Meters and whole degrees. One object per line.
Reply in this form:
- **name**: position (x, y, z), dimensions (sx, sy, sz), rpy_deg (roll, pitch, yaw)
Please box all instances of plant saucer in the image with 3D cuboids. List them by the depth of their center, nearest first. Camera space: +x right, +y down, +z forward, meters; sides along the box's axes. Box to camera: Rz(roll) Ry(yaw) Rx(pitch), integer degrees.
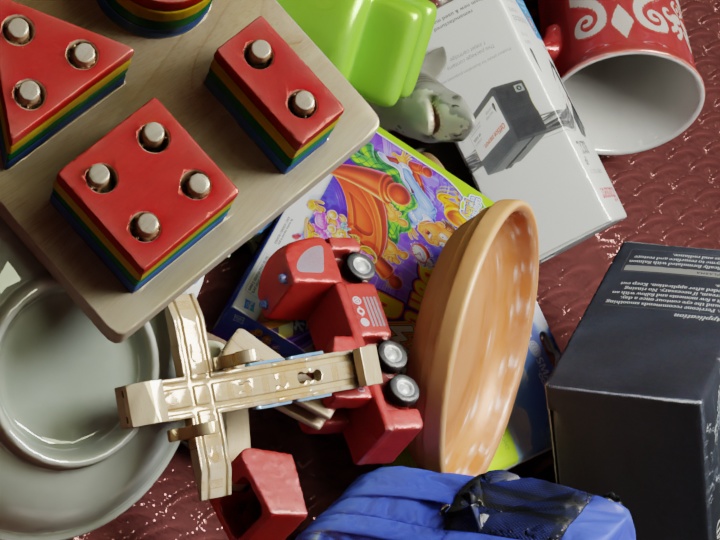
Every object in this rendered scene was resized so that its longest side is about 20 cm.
- **plant saucer**: position (-0.168, 0.053, 1.273), dimensions (0.199, 0.050, 0.201), rpy_deg (-1, 93, -34)
- **plant saucer**: position (0.070, 0.050, 1.505), dimensions (0.200, 0.037, 0.201), rpy_deg (13, 90, -73)

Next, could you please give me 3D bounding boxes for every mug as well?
- **mug**: position (0.194, -0.224, 1.920), dimensions (0.177, 0.133, 0.201), rpy_deg (30, 43, -39)

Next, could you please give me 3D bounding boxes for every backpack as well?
- **backpack**: position (0.049, 0.206, 1.385), dimensions (0.168, 0.199, 0.163), rpy_deg (-32, 126, -52)

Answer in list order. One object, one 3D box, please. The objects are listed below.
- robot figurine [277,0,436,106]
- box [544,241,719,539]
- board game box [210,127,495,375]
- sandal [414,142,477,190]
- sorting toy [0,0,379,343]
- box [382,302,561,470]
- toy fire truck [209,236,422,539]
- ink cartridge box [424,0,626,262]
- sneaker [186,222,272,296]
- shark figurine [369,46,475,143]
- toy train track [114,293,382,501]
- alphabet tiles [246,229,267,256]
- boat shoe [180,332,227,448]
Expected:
- **robot figurine**: position (-0.054, -0.175, 1.544), dimensions (0.199, 0.116, 0.175), rpy_deg (20, 18, 10)
- **box**: position (0.222, 0.116, 1.671), dimensions (0.200, 0.117, 0.197), rpy_deg (-54, 143, -51)
- **board game box**: position (0.000, 0.000, 1.540), dimensions (0.134, 0.045, 0.200), rpy_deg (32, 50, -7)
- **sandal**: position (0.056, -0.051, 1.679), dimensions (0.082, 0.054, 0.200), rpy_deg (59, 28, -7)
- **sorting toy**: position (-0.119, -0.102, 1.253), dimensions (0.200, 0.070, 0.199), rpy_deg (-40, 85, -21)
- **box**: position (0.076, 0.087, 1.633), dimensions (0.200, 0.048, 0.122), rpy_deg (-18, 82, -54)
- **toy fire truck**: position (-0.039, 0.069, 1.398), dimensions (0.141, 0.049, 0.201), rpy_deg (1, 56, -33)
- **ink cartridge box**: position (0.119, -0.109, 1.746), dimensions (0.201, 0.083, 0.145), rpy_deg (64, 11, 3)
- **sneaker**: position (-0.092, -0.034, 1.481), dimensions (0.105, 0.076, 0.201), rpy_deg (35, 43, -33)
- **shark figurine**: position (0.022, -0.171, 1.651), dimensions (0.089, 0.128, 0.215), rpy_deg (-17, 74, -33)
- **toy train track**: position (-0.053, 0.064, 1.310), dimensions (0.200, 0.032, 0.115), rpy_deg (-7, 85, -47)
- **alphabet tiles**: position (-0.029, -0.055, 1.633), dimensions (0.200, 0.006, 0.167), rpy_deg (-19, 82, -54)
- **boat shoe**: position (-0.141, 0.062, 1.361), dimensions (0.202, 0.075, 0.075), rpy_deg (22, 57, -43)
